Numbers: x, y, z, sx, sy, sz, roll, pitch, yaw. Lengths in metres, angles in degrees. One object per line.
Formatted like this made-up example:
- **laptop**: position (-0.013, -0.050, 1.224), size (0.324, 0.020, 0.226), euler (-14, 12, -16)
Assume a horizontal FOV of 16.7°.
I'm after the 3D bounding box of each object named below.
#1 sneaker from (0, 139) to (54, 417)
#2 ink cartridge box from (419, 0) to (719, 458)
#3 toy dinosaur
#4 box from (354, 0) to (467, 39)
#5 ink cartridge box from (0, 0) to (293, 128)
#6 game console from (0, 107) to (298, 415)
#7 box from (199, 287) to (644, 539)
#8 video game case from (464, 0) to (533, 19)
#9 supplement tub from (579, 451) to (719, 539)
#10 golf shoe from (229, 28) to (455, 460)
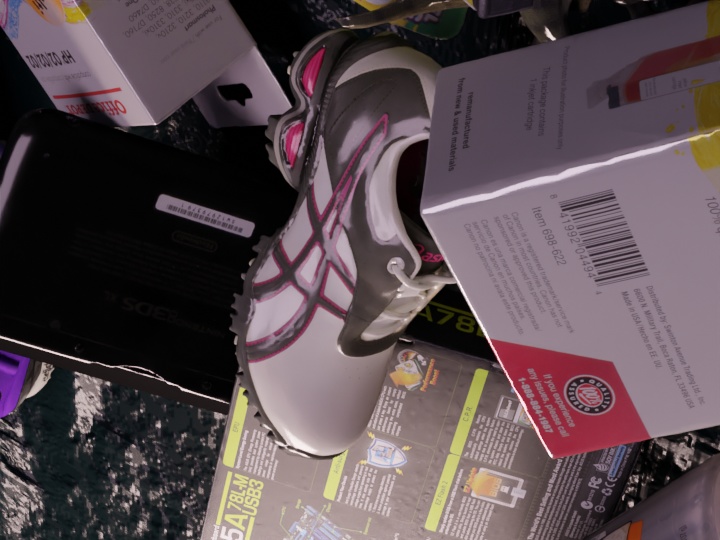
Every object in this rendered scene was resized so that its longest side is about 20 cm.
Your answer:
- **sneaker**: position (-0.219, 0.020, 1.378), size (0.069, 0.099, 0.201), euler (28, 135, 23)
- **ink cartridge box**: position (0.142, -0.022, 0.914), size (0.199, 0.084, 0.145), euler (-13, 130, 19)
- **toy dinosaur**: position (0.087, -0.110, 1.009), size (0.088, 0.048, 0.200), euler (37, 148, -29)
- **box**: position (-0.018, -0.194, 1.076), size (0.200, 0.048, 0.118), euler (36, 137, 22)
- **ink cartridge box**: position (-0.126, -0.132, 1.165), size (0.200, 0.068, 0.115), euler (56, 159, -16)
- **game console**: position (-0.107, 0.004, 1.243), size (0.199, 0.116, 0.176), euler (17, 112, -17)
- **box**: position (0.029, 0.092, 1.186), size (0.193, 0.048, 0.200), euler (17, 134, 4)
- **video game case**: position (0.017, -0.222, 0.918), size (0.181, 0.025, 0.201), euler (49, 145, 47)
- **supplement tub**: position (0.135, 0.172, 1.116), size (0.123, 0.123, 0.200), euler (51, 129, 1)
- **golf shoe**: position (0.000, 0.000, 1.038), size (0.088, 0.077, 0.201), euler (30, 123, 41)
